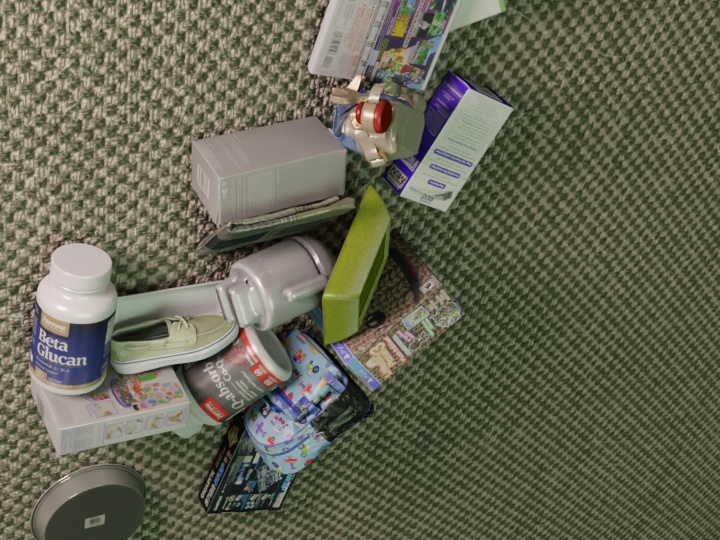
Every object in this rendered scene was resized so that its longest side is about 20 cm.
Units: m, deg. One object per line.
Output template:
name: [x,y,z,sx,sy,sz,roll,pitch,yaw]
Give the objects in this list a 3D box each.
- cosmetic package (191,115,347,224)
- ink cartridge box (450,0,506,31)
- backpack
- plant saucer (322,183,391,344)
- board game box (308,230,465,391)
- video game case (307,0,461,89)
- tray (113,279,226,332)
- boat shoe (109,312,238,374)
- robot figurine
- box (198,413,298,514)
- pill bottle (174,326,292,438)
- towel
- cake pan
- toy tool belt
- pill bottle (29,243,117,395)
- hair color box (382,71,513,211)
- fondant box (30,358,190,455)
cosmetic package: [-0.129,-0.145,1.669,0.200,0.107,0.090,-12,130,-24]
ink cartridge box: [0.094,-0.394,1.654,0.200,0.048,0.146,-20,136,3]
backpack: [-0.110,0.220,1.926,0.200,0.183,0.135,-43,135,0]
plant saucer: [0.000,0.000,1.792,0.200,0.048,0.200,92,18,-66]
board game box: [0.038,0.064,1.918,0.200,0.159,0.097,-41,136,1]
video game case: [0.040,-0.348,1.632,0.182,0.023,0.200,4,130,-23]
tray: [-0.288,0.064,1.796,0.200,0.022,0.108,-9,130,-29]
boat shoe: [-0.278,0.100,1.765,0.200,0.072,0.062,-18,136,-17]
robot figurine: [-0.116,0.017,1.769,0.200,0.169,0.113,-25,114,-30]
box: [-0.180,0.341,2.086,0.159,0.046,0.200,5,122,-37]
pill bottle: [-0.217,0.172,1.858,0.200,0.116,0.116,-35,138,10]
towel: [-0.124,-0.069,1.704,0.200,0.035,0.193,-13,176,-21]
cake pan: [-0.447,0.407,1.967,0.200,0.037,0.201,-18,133,-21]
toy tool belt: [0.006,-0.210,1.653,0.200,0.123,0.125,4,98,-69]
pill bottle: [-0.401,0.066,1.656,0.111,0.111,0.200,-6,128,-30]
hair color box: [0.135,-0.198,1.834,0.109,0.065,0.200,16,113,-42]
fondant box: [-0.371,0.188,1.754,0.200,0.144,0.058,-10,130,-27]
